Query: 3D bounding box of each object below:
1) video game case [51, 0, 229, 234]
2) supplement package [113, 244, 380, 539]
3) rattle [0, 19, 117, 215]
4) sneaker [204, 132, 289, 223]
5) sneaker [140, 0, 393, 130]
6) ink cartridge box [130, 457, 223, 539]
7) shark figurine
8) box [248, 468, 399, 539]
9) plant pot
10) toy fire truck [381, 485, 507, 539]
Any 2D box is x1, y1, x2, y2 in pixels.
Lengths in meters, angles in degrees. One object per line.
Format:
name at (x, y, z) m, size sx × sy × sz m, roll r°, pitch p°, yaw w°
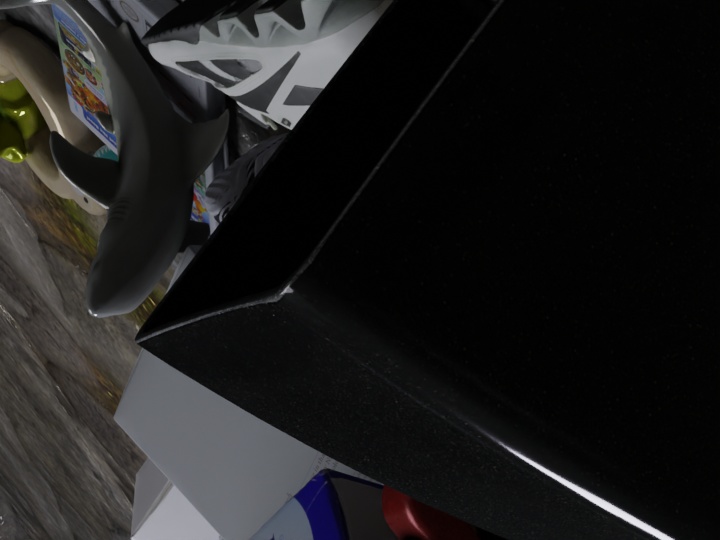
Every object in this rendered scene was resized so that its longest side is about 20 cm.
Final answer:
video game case at (-0.130, -0.112, 1.133) m, size 0.143 × 0.018 × 0.200 m, roll 42°, pitch 157°, yaw 19°
supplement package at (-0.020, 0.088, 1.043) m, size 0.117 × 0.118 × 0.200 m, roll 3°, pitch -151°, yaw -46°
rattle at (-0.227, -0.069, 1.279) m, size 0.200 × 0.142 × 0.131 m, roll 48°, pitch 140°, yaw 30°
sneaker at (0.000, 0.000, 0.976) m, size 0.200 × 0.075 × 0.115 m, roll 18°, pitch 142°, yaw 52°
sneaker at (-0.034, -0.092, 0.873) m, size 0.089 × 0.074 × 0.200 m, roll 58°, pitch 160°, yaw -21°
ink cartridge box at (-0.055, 0.184, 1.321) m, size 0.200 × 0.083 × 0.147 m, roll 37°, pitch -174°, yaw -10°
shark figurine at (-0.114, -0.087, 1.049) m, size 0.089 × 0.128 × 0.216 m, roll -23°, pitch 78°, yaw 36°
box at (0.006, 0.209, 0.917) m, size 0.183 × 0.200 × 0.105 m, roll 21°, pitch -142°, yaw -35°
plant pot at (0.069, -0.005, 0.640) m, size 0.177 × 0.200 × 0.199 m, roll 41°, pitch 163°, yaw -10°
toy fire truck at (0.091, 0.117, 0.825) m, size 0.200 × 0.168 × 0.112 m, roll 52°, pitch 152°, yaw -10°
